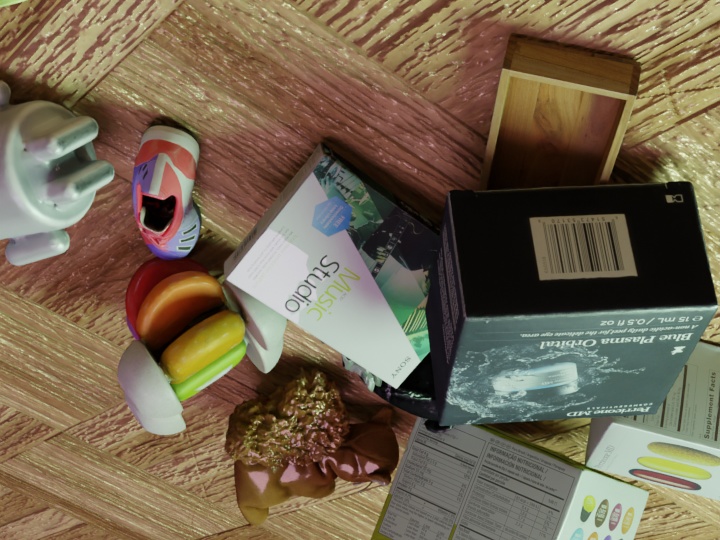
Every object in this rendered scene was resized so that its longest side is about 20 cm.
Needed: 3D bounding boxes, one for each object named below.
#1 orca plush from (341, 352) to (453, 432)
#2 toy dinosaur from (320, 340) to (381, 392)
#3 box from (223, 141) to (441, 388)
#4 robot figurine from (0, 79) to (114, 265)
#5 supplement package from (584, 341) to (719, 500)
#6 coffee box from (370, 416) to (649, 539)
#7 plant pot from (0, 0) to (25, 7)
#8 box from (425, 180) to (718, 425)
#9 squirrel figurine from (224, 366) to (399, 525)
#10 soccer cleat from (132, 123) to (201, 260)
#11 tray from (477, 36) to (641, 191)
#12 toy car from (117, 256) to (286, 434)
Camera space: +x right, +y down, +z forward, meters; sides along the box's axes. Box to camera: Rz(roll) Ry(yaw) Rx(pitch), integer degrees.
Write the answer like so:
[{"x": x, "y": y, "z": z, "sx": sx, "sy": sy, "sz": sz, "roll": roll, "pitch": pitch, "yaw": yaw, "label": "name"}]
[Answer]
[{"x": 0.049, "y": 0.102, "z": 1.319, "sx": 0.199, "sy": 0.106, "sz": 0.071, "roll": 31, "pitch": -163, "yaw": 26, "label": "orca plush"}, {"x": 0.033, "y": 0.025, "z": 1.241, "sx": 0.200, "sy": 0.102, "sz": 0.136, "roll": 42, "pitch": 121, "yaw": -14, "label": "toy dinosaur"}, {"x": 0.000, "y": 0.000, "z": 1.156, "sx": 0.199, "sy": 0.036, "sz": 0.145, "roll": 33, "pitch": 108, "yaw": -23, "label": "box"}, {"x": -0.315, "y": -0.086, "z": 1.166, "sx": 0.199, "sy": 0.113, "sz": 0.171, "roll": -6, "pitch": 107, "yaw": 32, "label": "robot figurine"}, {"x": 0.330, "y": 0.145, "z": 1.258, "sx": 0.198, "sy": 0.110, "sz": 0.114, "roll": 14, "pitch": 149, "yaw": 3, "label": "supplement package"}, {"x": 0.155, "y": 0.278, "z": 1.382, "sx": 0.199, "sy": 0.199, "sz": 0.199, "roll": 18, "pitch": 175, "yaw": 35, "label": "coffee box"}, {"x": -0.251, "y": -0.289, "z": 0.769, "sx": 0.186, "sy": 0.188, "sz": 0.201, "roll": 10, "pitch": 135, "yaw": 8, "label": "plant pot"}, {"x": 0.161, "y": 0.031, "z": 1.060, "sx": 0.195, "sy": 0.118, "sz": 0.200, "roll": -3, "pitch": 151, "yaw": -4, "label": "box"}, {"x": -0.052, "y": 0.202, "z": 1.507, "sx": 0.185, "sy": 0.143, "sz": 0.200, "roll": 1, "pitch": 150, "yaw": 11, "label": "squirrel figurine"}, {"x": -0.184, "y": -0.053, "z": 1.201, "sx": 0.068, "sy": 0.074, "sz": 0.200, "roll": 15, "pitch": 150, "yaw": -2, "label": "soccer cleat"}, {"x": 0.148, "y": -0.096, "z": 1.019, "sx": 0.098, "sy": 0.037, "sz": 0.201, "roll": 12, "pitch": 149, "yaw": 5, "label": "tray"}, {"x": -0.177, "y": 0.060, "z": 1.324, "sx": 0.150, "sy": 0.174, "sz": 0.200, "roll": 53, "pitch": 165, "yaw": 11, "label": "toy car"}]
